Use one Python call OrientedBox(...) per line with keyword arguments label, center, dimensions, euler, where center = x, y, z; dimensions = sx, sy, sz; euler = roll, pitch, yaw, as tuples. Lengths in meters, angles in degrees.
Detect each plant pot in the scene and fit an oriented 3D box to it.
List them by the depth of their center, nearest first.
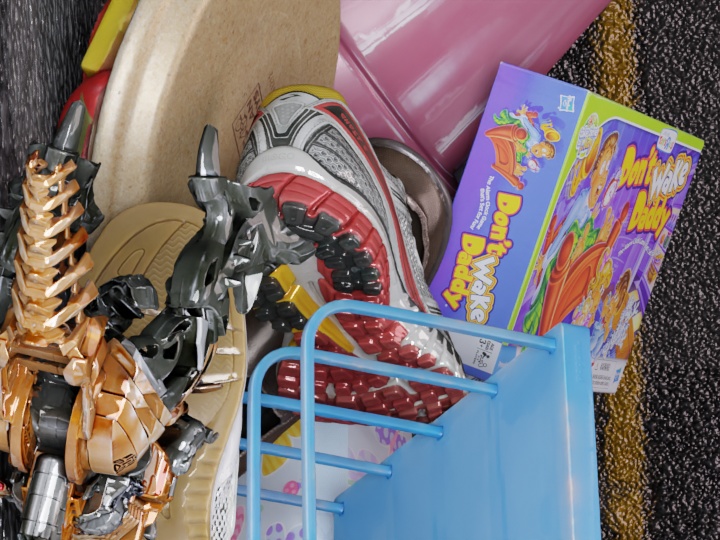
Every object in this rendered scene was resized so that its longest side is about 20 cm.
OrientedBox(label="plant pot", center=(0.020, -0.137, 1.348), dimensions=(0.200, 0.179, 0.200), euler=(53, 6, -8))

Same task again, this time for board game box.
OrientedBox(label="board game box", center=(0.094, -0.015, 1.352), dimensions=(0.200, 0.045, 0.135), euler=(9, 100, -69))

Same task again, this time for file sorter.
OrientedBox(label="file sorter", center=(-0.008, 0.112, 1.135), dimensions=(0.200, 0.122, 0.139), euler=(-43, -138, 53))

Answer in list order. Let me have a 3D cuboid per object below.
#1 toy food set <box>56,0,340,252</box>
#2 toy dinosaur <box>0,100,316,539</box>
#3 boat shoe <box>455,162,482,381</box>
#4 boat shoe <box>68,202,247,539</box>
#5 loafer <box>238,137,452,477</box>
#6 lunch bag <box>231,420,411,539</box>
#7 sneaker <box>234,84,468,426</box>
OrientedBox(label="toy food set", center=(-0.064, -0.066, 1.162), dimensions=(0.198, 0.049, 0.200), euler=(-66, 159, -16))
OrientedBox(label="toy dinosaur", center=(-0.079, 0.028, 0.913), dimensions=(0.200, 0.102, 0.136), euler=(125, -14, -58))
OrientedBox(label="boat shoe", center=(0.060, -0.038, 1.452), dimensions=(0.068, 0.073, 0.200), euler=(16, 66, -60))
OrientedBox(label="boat shoe", center=(-0.080, 0.077, 1.073), dimensions=(0.069, 0.071, 0.201), euler=(100, -6, -78))
OrientedBox(label="loafer", center=(-0.031, 0.031, 1.253), dimensions=(0.200, 0.073, 0.071), euler=(-54, -178, 24))
OrientedBox(label="lunch bag", center=(-0.034, 0.096, 1.396), dimensions=(0.200, 0.127, 0.170), euler=(110, -19, -65))
OrientedBox(label="sneaker", center=(0.000, 0.000, 1.163), dimensions=(0.200, 0.078, 0.082), euler=(70, 21, -56))
